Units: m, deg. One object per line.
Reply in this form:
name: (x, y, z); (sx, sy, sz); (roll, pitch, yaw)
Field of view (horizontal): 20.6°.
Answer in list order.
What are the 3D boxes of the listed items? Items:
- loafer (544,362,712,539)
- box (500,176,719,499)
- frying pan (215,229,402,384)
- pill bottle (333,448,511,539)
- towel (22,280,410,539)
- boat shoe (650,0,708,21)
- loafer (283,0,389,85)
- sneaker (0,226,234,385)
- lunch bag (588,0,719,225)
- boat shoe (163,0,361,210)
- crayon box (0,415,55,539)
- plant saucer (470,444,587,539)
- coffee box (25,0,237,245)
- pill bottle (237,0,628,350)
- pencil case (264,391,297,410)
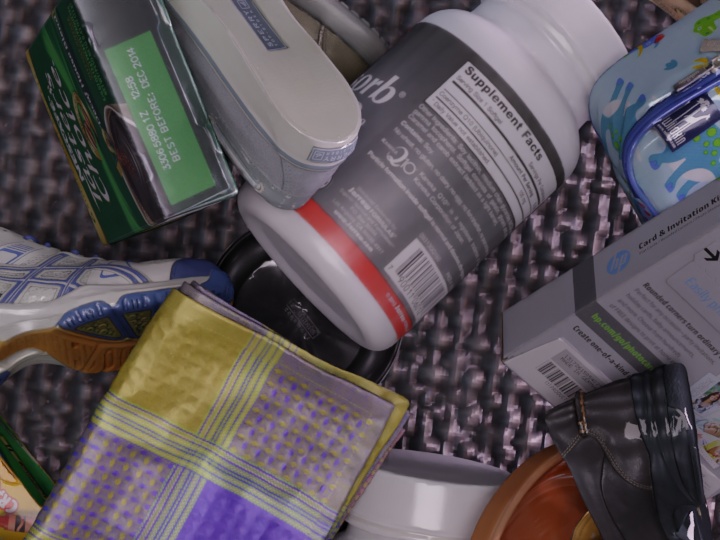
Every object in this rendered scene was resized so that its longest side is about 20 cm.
loafer: (0.143, 0.133, 1.014); (0.072, 0.073, 0.201); (-8, 122, 10)
box: (0.194, 0.028, 0.990); (0.200, 0.041, 0.156); (-33, 123, 29)
frying pan: (0.003, 0.017, 1.102); (0.189, 0.031, 0.115); (-15, 94, 6)
pill bottle: (0.026, 0.203, 1.069); (0.113, 0.114, 0.201); (7, 94, 2)
towel: (-0.080, 0.118, 1.004); (0.143, 0.023, 0.200); (32, 92, -14)
boat shoe: (0.203, -0.148, 1.062); (0.199, 0.065, 0.071); (29, 95, 0)
loafer: (-0.080, -0.152, 1.068); (0.200, 0.075, 0.070); (36, 90, -1)
sneaker: (-0.169, 0.008, 1.061); (0.199, 0.075, 0.088); (-10, 60, -18)
lunch bag: (0.222, -0.053, 1.020); (0.160, 0.083, 0.200); (-32, 123, 3)
boat shoe: (-0.074, -0.115, 0.986); (0.201, 0.070, 0.072); (57, 135, 24)
crayon box: (-0.234, 0.141, 1.103); (0.119, 0.058, 0.200); (-39, 92, 4)
plant saucer: (0.115, 0.189, 1.048); (0.032, 0.200, 0.201); (0, 95, 45)
coffee box: (-0.122, -0.079, 1.013); (0.044, 0.200, 0.123); (-23, 95, -15)
pill bottle: (0.042, -0.063, 1.039); (0.200, 0.116, 0.116); (-43, 91, -9)
pencil case: (-0.063, 0.142, 1.075); (0.087, 0.078, 0.201); (16, 106, 27)
